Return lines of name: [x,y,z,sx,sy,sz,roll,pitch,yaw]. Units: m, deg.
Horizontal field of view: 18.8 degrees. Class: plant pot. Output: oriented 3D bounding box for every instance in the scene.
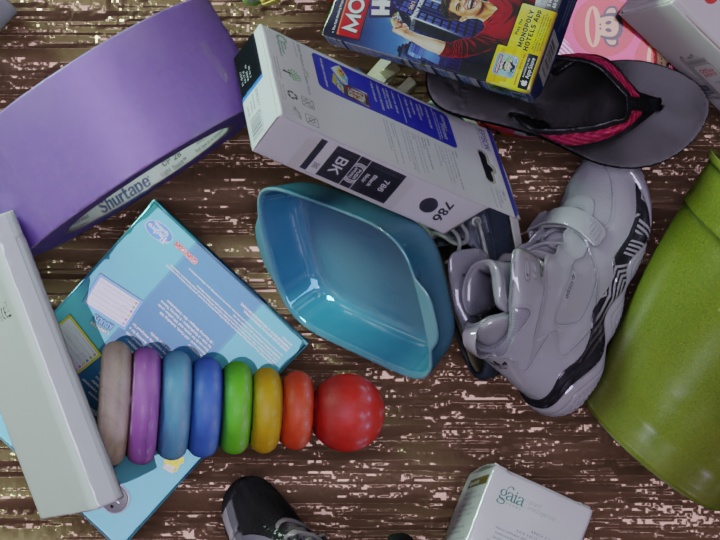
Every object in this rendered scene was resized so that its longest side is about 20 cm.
plant pot: [0.260,0.055,1.503,0.200,0.200,0.193,38,101,0]

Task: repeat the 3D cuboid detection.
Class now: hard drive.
hard drive: [-0.224,0.067,1.471,0.026,0.132,0.201,-22,91,-26]

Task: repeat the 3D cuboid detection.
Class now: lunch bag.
lunch bag: [0.159,-0.195,1.545,0.174,0.082,0.202,1,89,-1]

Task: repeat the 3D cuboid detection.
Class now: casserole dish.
casserole dish: [0.000,0.000,1.504,0.039,0.199,0.122,-30,122,-28]

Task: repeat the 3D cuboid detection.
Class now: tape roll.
tape roll: [-0.165,-0.097,1.483,0.199,0.200,0.085,-32,91,-1]

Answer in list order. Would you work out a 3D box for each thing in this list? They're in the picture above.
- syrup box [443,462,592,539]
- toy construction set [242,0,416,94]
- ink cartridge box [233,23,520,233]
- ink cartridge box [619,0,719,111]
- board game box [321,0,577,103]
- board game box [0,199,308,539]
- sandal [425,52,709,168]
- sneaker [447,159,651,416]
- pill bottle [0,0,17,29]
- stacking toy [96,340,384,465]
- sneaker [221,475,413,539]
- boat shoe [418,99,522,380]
syrup box: [0.084,0.243,1.523,0.078,0.081,0.201,24,76,-6]
toy construction set: [-0.017,-0.193,1.539,0.131,0.092,0.200,-42,99,-25]
ink cartridge box: [0.011,-0.087,1.450,0.199,0.100,0.039,22,124,-28]
ink cartridge box: [0.301,-0.173,1.507,0.200,0.083,0.147,41,76,-16]
board game box: [0.057,-0.227,1.473,0.198,0.062,0.201,18,79,16]
board game box: [-0.158,0.074,1.559,0.151,0.047,0.200,43,90,-1]
sandal: [0.143,-0.117,1.485,0.198,0.045,0.076,10,86,-7]
sneaker: [0.129,-0.011,1.491,0.115,0.075,0.201,31,69,-38]
pill bottle: [-0.338,-0.140,1.526,0.111,0.111,0.200,45,89,0]
stacking toy: [-0.082,0.098,1.504,0.198,0.085,0.086,4,90,-7]
sneaker: [-0.012,0.200,1.505,0.116,0.075,0.201,-49,61,29]
boat shoe: [0.071,-0.022,1.546,0.062,0.075,0.202,-21,98,-32]
